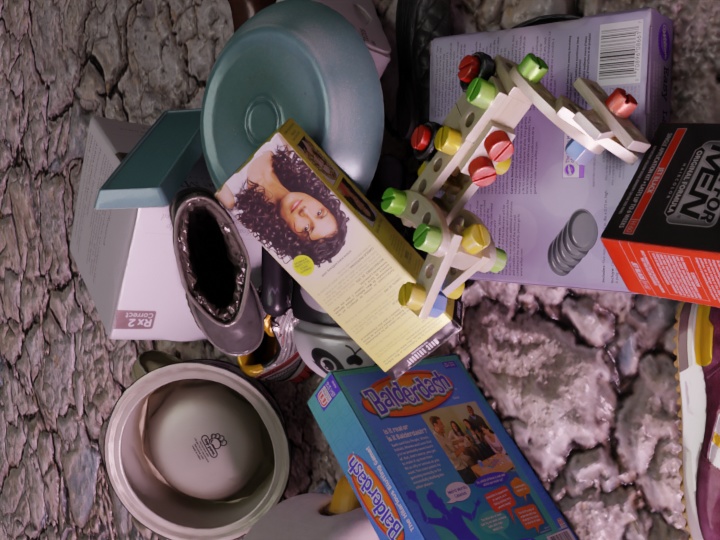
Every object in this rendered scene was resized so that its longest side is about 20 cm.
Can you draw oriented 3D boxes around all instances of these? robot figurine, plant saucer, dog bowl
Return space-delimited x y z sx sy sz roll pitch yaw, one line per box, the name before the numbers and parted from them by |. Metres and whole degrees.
robot figurine | 0.001 0.000 0.739 0.149 0.124 0.203 8 97 47
plant saucer | -0.187 -0.113 0.804 0.069 0.201 0.019 -1 121 8
dog bowl | -0.167 0.185 0.902 0.197 0.074 0.203 1 101 4
plant saucer | -0.070 -0.120 0.689 0.198 0.036 0.203 3 96 37

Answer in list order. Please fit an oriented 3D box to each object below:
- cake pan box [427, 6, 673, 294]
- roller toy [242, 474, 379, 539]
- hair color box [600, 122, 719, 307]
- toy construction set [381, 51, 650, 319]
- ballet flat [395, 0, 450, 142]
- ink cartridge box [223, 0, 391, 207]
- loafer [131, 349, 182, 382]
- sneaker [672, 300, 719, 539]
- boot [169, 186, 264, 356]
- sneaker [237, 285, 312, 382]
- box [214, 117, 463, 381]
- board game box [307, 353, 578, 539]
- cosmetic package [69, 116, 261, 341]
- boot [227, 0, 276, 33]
cake pan box | 0.134 -0.089 0.632 0.182 0.052 0.203 2 94 39
roller toy | -0.012 0.289 0.725 0.139 0.200 0.184 -9 120 47
hair color box | 0.251 -0.028 0.479 0.199 0.061 0.102 11 61 46
toy construction set | 0.091 -0.069 0.577 0.200 0.092 0.132 -40 40 25
ballet flat | 0.063 -0.204 0.733 0.066 0.056 0.203 175 99 -69
ink cartridge box | -0.061 -0.162 0.799 0.201 0.083 0.146 -59 27 31
loafer | -0.199 0.136 1.007 0.199 0.075 0.069 25 108 34
sneaker | 0.248 0.106 0.509 0.090 0.074 0.203 -12 83 52
boot | -0.115 0.013 0.711 0.184 0.072 0.200 68 165 -17
sneaker | -0.065 0.032 0.845 0.078 0.081 0.202 39 118 39
box | -0.013 -0.014 0.638 0.075 0.050 0.200 -40 102 22
board game box | 0.067 0.162 0.654 0.045 0.151 0.201 -53 54 34
cosmetic package | -0.203 -0.046 0.910 0.200 0.163 0.167 44 124 47
boot | -0.175 -0.320 0.867 0.068 0.198 0.191 9 98 46
